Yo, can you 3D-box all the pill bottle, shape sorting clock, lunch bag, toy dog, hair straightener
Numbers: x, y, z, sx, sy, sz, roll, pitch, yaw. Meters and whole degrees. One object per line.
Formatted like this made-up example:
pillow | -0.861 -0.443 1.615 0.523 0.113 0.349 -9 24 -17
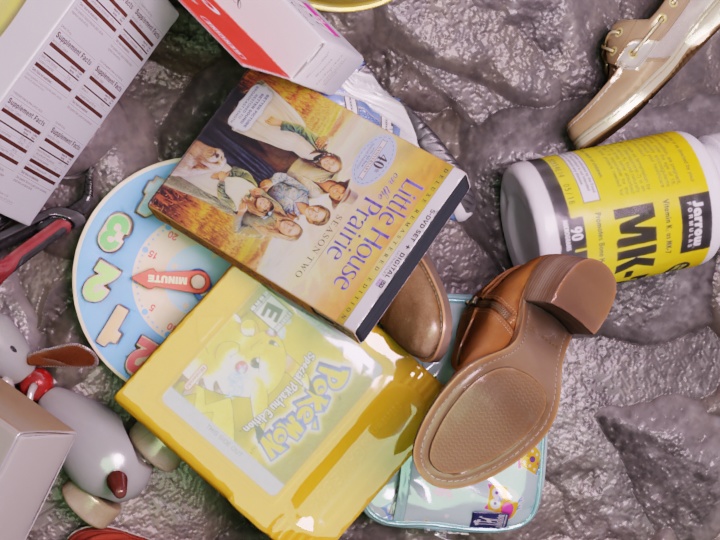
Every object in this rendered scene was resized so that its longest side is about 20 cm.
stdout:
pill bottle | 0.224 -0.050 1.015 0.200 0.114 0.114 -12 94 -7
shape sorting clock | -0.130 0.008 1.004 0.200 0.039 0.200 0 93 -9
lunch bag | 0.070 0.118 1.016 0.160 0.077 0.200 5 87 -9
toy dog | -0.231 0.120 0.965 0.200 0.096 0.132 25 89 -9
hair straightener | -0.283 -0.030 0.943 0.077 0.041 0.200 41 59 9

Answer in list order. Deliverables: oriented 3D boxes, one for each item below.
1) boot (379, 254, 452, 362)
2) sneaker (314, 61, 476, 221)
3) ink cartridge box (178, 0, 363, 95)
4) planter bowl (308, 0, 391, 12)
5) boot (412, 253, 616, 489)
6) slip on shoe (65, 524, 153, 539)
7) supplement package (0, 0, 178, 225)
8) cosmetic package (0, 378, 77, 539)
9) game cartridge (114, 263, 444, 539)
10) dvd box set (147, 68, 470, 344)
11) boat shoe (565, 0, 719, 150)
boot | 0.000 0.000 0.948 0.075 0.200 0.074 0 127 -34
sneaker | 0.011 -0.106 1.008 0.200 0.076 0.077 43 93 2
ink cartridge box | -0.102 -0.217 0.902 0.200 0.174 0.044 46 103 11
planter bowl | -0.012 -0.311 0.983 0.200 0.083 0.201 0 93 -9
boot | 0.092 0.072 0.903 0.074 0.155 0.200 47 75 -10
slip on shoe | -0.143 0.252 1.002 0.200 0.061 0.074 16 89 -11
supplement package | -0.278 -0.177 0.893 0.191 0.147 0.200 34 87 12
cosmetic package | -0.317 0.112 0.914 0.200 0.071 0.105 31 97 22
game cartridge | -0.055 0.097 0.950 0.200 0.032 0.176 42 84 -1
dvd box set | -0.040 -0.055 0.927 0.200 0.029 0.146 31 79 22
boat shoe | 0.236 -0.183 1.038 0.066 0.074 0.200 44 84 5
